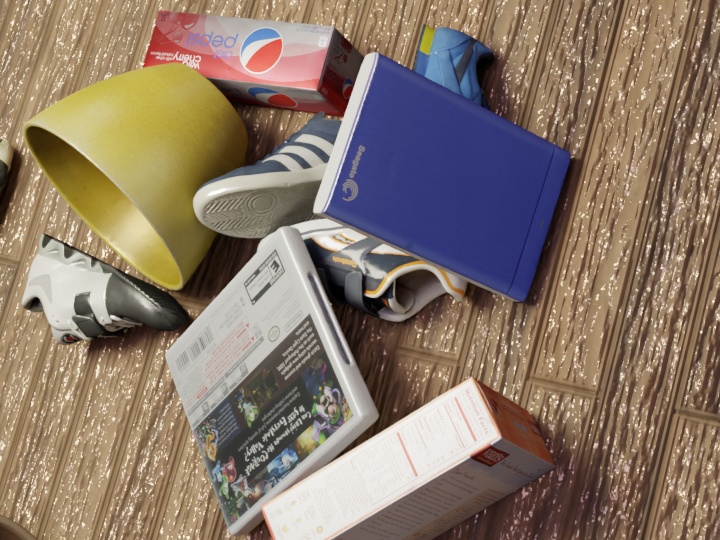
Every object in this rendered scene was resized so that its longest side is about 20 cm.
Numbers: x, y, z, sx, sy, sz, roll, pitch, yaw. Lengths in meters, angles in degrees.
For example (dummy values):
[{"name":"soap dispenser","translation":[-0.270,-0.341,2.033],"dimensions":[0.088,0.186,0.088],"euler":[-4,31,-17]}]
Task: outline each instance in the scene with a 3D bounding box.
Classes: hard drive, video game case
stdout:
[{"name":"hard drive","translation":[0.070,-0.072,1.123],"dimensions":[0.025,0.198,0.133],"euler":[4,73,62]},{"name":"video game case","translation":[-0.081,0.096,1.182],"dimensions":[0.200,0.023,0.183],"euler":[-44,58,36]}]

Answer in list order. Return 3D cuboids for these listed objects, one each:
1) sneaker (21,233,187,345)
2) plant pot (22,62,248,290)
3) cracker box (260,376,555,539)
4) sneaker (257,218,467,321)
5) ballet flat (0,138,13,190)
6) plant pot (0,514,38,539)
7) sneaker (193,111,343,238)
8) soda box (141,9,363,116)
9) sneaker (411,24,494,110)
[{"name":"sneaker","translation":[-0.243,0.037,1.308],"dimensions":[0.199,0.074,0.089],"euler":[21,84,39]},{"name":"plant pot","translation":[-0.185,-0.104,1.269],"dimensions":[0.199,0.201,0.142],"euler":[32,68,30]},{"name":"cracker box","translation":[0.039,0.168,1.091],"dimensions":[0.199,0.134,0.058],"euler":[-32,63,13]},{"name":"sneaker","translation":[0.000,0.000,1.193],"dimensions":[0.198,0.078,0.080],"euler":[-8,67,23]},{"name":"ballet flat","translation":[-0.392,-0.037,1.422],"dimensions":[0.066,0.056,0.202],"euler":[-8,63,69]},{"name":"plant pot","translation":[-0.379,0.334,1.229],"dimensions":[0.174,0.199,0.202],"euler":[-35,61,32]},{"name":"sneaker","translation":[-0.055,-0.091,1.224],"dimensions":[0.198,0.075,0.085],"euler":[-13,56,-16]},{"name":"soda box","translation":[-0.102,-0.194,1.307],"dimensions":[0.198,0.070,0.064],"euler":[10,79,28]},{"name":"sneaker","translation":[0.070,-0.123,1.181],"dimensions":[0.078,0.066,0.202],"euler":[16,58,-1]}]
